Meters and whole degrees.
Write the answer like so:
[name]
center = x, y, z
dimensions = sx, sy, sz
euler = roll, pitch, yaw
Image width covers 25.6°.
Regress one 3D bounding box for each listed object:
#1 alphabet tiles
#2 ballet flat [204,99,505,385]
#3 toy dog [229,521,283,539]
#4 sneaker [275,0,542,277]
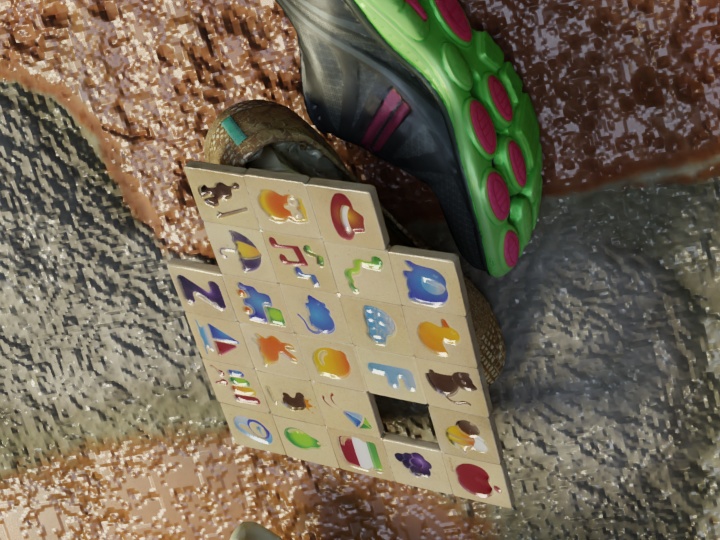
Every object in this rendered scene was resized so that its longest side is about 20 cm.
[alphabet tiles]
center = -0.017, 0.032, 0.771
dimensions = 0.167, 0.008, 0.200
euler = 10, 135, 28
[ballet flat]
center = 0.000, 0.000, 0.775
dimensions = 0.200, 0.065, 0.071
euler = 42, 95, -17
[toy dog]
center = -0.084, 0.261, 0.883
dimensions = 0.200, 0.140, 0.194
euler = -36, 136, 19
[sneaker]
center = 0.021, -0.085, 0.762
dimensions = 0.084, 0.077, 0.200
euler = -21, 106, 40
